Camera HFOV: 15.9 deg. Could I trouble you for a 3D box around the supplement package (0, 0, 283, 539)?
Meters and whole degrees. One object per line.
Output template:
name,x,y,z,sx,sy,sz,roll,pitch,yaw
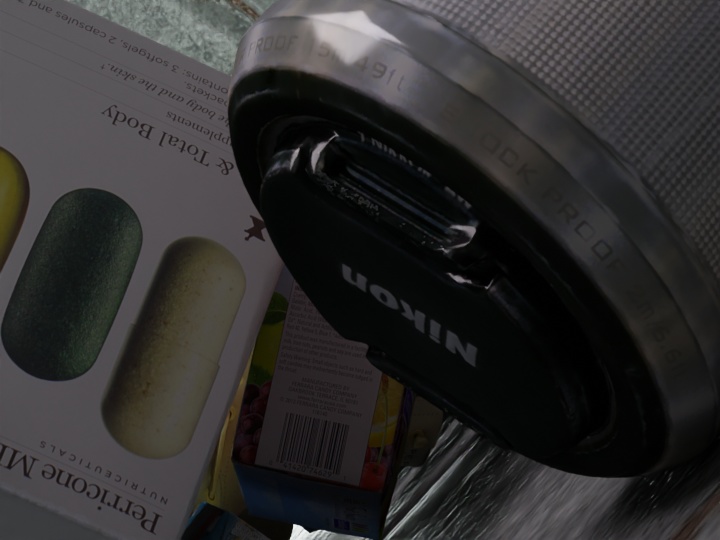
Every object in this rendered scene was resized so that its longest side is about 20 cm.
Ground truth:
supplement package,-0.123,0.031,0.912,0.151,0.151,0.201,121,171,-50

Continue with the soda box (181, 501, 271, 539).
soda box,-0.043,0.128,0.930,0.064,0.068,0.200,-56,2,-7

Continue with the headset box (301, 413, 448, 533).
headset box,0.013,0.049,1.337,0.200,0.077,0.149,-47,1,-14

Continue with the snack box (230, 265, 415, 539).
snack box,0.000,0.000,1.066,0.169,0.067,0.202,90,-170,-79

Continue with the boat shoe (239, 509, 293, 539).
boat shoe,-0.088,0.092,1.435,0.072,0.067,0.201,-35,-39,-26

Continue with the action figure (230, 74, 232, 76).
action figure,0.006,-0.043,1.305,0.148,0.135,0.200,-5,14,-7

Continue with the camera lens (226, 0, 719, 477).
camera lens,0.075,-0.058,0.691,0.200,0.160,0.160,-48,1,-20

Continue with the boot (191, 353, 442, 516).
boot,-0.039,0.091,1.176,0.073,0.154,0.202,-21,66,60
